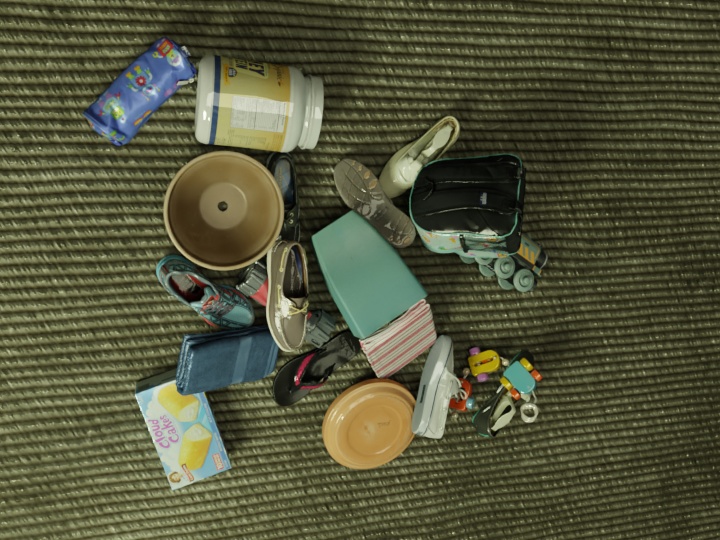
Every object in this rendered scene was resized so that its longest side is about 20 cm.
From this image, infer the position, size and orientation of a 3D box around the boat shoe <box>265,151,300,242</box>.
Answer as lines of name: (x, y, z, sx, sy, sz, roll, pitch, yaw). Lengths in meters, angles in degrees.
boat shoe: (-0.142, -0.113, 1.254, 0.068, 0.057, 0.201, -5, 102, -15)

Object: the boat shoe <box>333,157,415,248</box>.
boat shoe: (0.022, -0.119, 1.291, 0.076, 0.072, 0.200, -38, 88, -1)

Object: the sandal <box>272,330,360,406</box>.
sandal: (-0.085, 0.187, 1.336, 0.200, 0.045, 0.075, -36, 108, -6)

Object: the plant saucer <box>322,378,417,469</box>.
plant saucer: (0.024, 0.308, 1.379, 0.200, 0.032, 0.201, -8, 114, -17)

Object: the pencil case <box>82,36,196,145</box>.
pencil case: (-0.356, -0.292, 1.147, 0.200, 0.078, 0.087, -44, 86, -2)

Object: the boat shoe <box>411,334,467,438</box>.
boat shoe: (0.167, 0.232, 1.377, 0.086, 0.075, 0.203, 20, 71, -13)

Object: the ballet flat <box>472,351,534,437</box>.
ballet flat: (0.312, 0.263, 1.449, 0.068, 0.068, 0.200, 32, 91, -30)

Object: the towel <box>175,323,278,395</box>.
towel: (-0.233, 0.156, 1.244, 0.200, 0.048, 0.112, -7, 121, -46)

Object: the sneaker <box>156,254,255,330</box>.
sneaker: (-0.272, 0.054, 1.230, 0.200, 0.096, 0.079, 34, 92, -21)

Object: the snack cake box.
snack cake box: (-0.323, 0.283, 1.279, 0.115, 0.067, 0.201, -19, 105, -12)

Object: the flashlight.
flashlight: (-0.133, 0.058, 1.291, 0.200, 0.068, 0.068, 35, 126, -22)

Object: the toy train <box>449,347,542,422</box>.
toy train: (0.269, 0.237, 1.412, 0.199, 0.056, 0.151, 6, 77, 26)

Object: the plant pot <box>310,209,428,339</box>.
plant pot: (0.000, 0.000, 1.273, 0.141, 0.141, 0.200, -33, 91, -7)

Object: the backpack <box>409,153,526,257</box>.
backpack: (0.192, -0.112, 1.260, 0.199, 0.153, 0.176, 4, 69, 14)

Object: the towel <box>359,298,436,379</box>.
towel: (0.076, 0.134, 1.321, 0.146, 0.200, 0.030, -34, 63, -7)

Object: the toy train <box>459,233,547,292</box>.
toy train: (0.283, -0.039, 1.378, 0.200, 0.085, 0.114, 32, 82, -19)

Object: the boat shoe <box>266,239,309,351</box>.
boat shoe: (-0.122, 0.045, 1.226, 0.072, 0.059, 0.201, -4, 93, -35)

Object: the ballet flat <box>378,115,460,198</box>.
ballet flat: (0.111, -0.213, 1.300, 0.200, 0.069, 0.069, -47, 109, -2)

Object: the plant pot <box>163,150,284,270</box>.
plant pot: (-0.237, -0.107, 1.209, 0.200, 0.093, 0.202, -3, 102, -15)

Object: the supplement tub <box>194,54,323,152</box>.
supplement tub: (-0.171, -0.274, 1.168, 0.199, 0.144, 0.145, 3, 100, -16)
